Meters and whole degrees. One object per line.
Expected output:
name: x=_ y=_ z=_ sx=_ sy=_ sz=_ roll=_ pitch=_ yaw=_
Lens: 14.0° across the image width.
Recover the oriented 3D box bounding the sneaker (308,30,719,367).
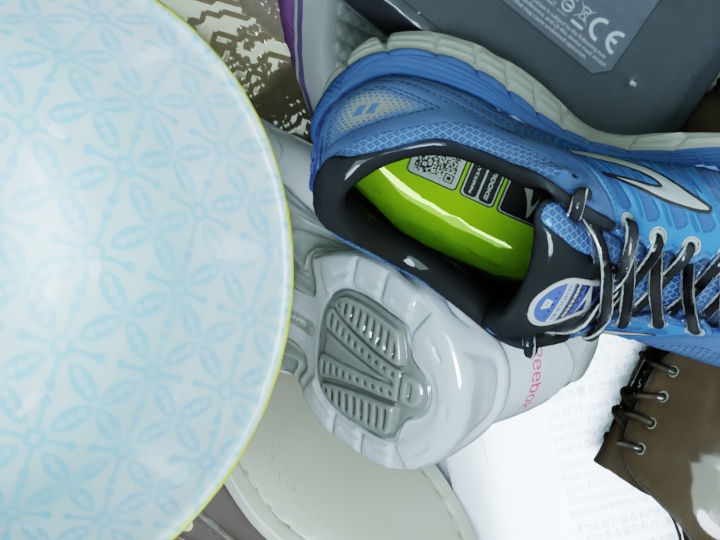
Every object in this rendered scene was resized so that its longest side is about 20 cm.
sneaker: x=0.074 y=-0.001 z=0.866 sx=0.199 sy=0.089 sz=0.079 roll=17 pitch=122 yaw=4

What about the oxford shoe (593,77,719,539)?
oxford shoe: x=0.115 y=0.038 z=0.946 sx=0.084 sy=0.073 sz=0.201 roll=-6 pitch=92 yaw=2

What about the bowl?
bowl: x=-0.132 y=0.000 z=0.910 sx=0.199 sy=0.108 sz=0.201 roll=-4 pitch=99 yaw=-28

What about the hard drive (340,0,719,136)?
hard drive: x=0.084 y=-0.141 z=0.932 sx=0.139 sy=0.033 sz=0.200 roll=38 pitch=77 yaw=-10

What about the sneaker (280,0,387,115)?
sneaker: x=-0.018 y=-0.146 z=1.003 sx=0.072 sy=0.114 sz=0.202 roll=-22 pitch=123 yaw=-34

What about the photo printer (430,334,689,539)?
photo printer: x=0.107 y=0.074 z=1.019 sx=0.165 sy=0.069 sz=0.201 roll=-14 pitch=93 yaw=0

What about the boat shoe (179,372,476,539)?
boat shoe: x=-0.047 y=0.062 z=1.002 sx=0.200 sy=0.072 sz=0.060 roll=36 pitch=135 yaw=11

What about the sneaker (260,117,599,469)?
sneaker: x=0.000 y=0.000 z=0.969 sx=0.099 sy=0.200 sz=0.078 roll=-8 pitch=124 yaw=-38

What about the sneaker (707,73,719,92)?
sneaker: x=0.108 y=-0.098 z=0.988 sx=0.199 sy=0.073 sz=0.115 roll=6 pitch=104 yaw=-27
